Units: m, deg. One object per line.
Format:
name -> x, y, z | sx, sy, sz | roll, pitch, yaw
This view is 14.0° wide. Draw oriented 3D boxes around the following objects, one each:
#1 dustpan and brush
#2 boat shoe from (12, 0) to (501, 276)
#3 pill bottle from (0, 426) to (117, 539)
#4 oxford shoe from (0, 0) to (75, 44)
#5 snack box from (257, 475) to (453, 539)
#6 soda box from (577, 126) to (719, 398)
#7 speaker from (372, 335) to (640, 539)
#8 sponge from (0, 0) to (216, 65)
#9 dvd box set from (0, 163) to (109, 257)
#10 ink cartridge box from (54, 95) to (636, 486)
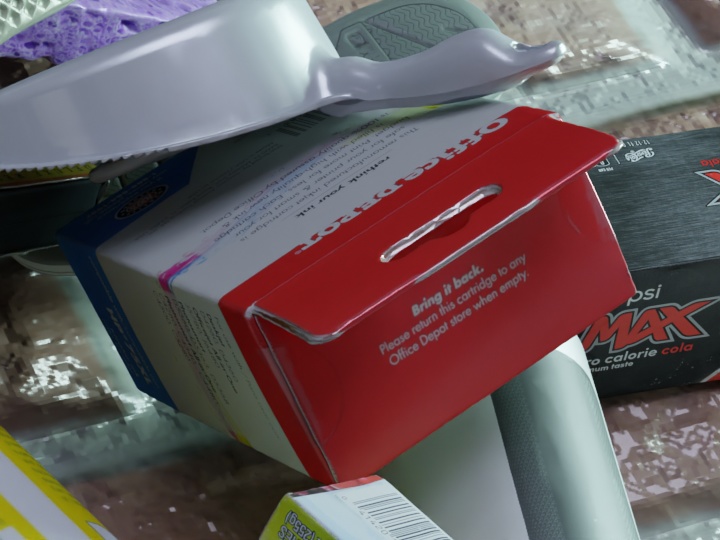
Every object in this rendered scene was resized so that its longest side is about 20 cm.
dustpan and brush -> -0.031, -0.059, 0.919 | 0.199, 0.058, 0.139 | -19, 7, 27
boat shoe -> -0.039, -0.039, 1.047 | 0.201, 0.065, 0.075 | -24, 65, -24
pill bottle -> -0.145, 0.084, 0.867 | 0.109, 0.110, 0.200 | -30, 58, -33
oxford shoe -> -0.152, -0.090, 0.931 | 0.058, 0.076, 0.200 | 2, 23, 38
snack box -> 0.030, 0.173, 0.792 | 0.200, 0.143, 0.053 | 39, 24, 25
soda box -> 0.139, -0.008, 1.037 | 0.199, 0.071, 0.064 | -8, 47, -19
speaker -> 0.053, 0.109, 0.904 | 0.081, 0.081, 0.201 | -1, 47, -12
sponge -> -0.148, -0.114, 1.047 | 0.199, 0.030, 0.112 | 7, 29, -40
dvd box set -> -0.199, -0.063, 0.960 | 0.200, 0.030, 0.146 | 34, 23, 23
ink cartridge box -> 0.000, 0.000, 0.903 | 0.116, 0.067, 0.200 | -33, 22, -17
